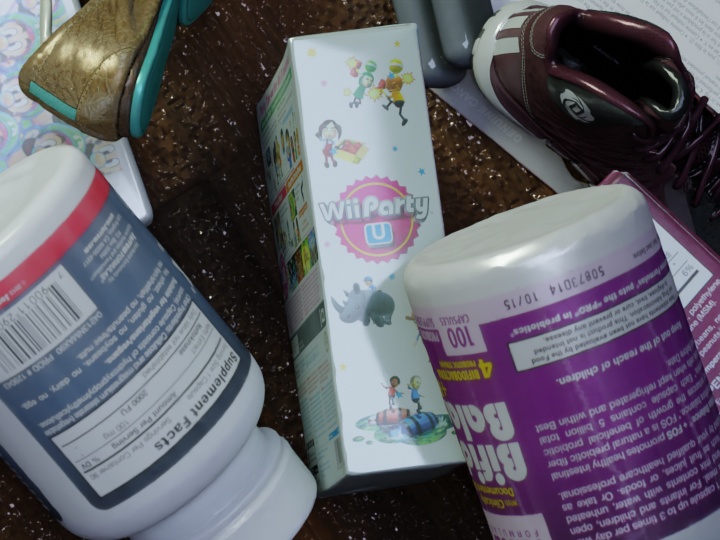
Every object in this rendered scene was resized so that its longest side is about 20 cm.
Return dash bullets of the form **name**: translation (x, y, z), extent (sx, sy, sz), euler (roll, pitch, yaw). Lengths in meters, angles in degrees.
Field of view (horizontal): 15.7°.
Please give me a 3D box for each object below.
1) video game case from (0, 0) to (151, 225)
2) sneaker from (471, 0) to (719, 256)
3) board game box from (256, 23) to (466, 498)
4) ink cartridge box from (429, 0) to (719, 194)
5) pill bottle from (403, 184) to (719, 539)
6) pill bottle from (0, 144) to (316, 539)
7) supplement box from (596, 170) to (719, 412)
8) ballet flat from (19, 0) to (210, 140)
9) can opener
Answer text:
- **video game case**: translation (-0.218, -0.089, 1.258), extent (0.182, 0.024, 0.200), euler (-19, 84, -12)
- **sneaker**: translation (0.148, -0.058, 1.233), extent (0.200, 0.115, 0.076), euler (33, 81, -13)
- **board game box**: translation (0.000, 0.000, 1.225), extent (0.064, 0.148, 0.200), euler (-8, 83, -9)
- **ink cartridge box**: translation (0.157, -0.108, 1.322), extent (0.200, 0.045, 0.176), euler (39, 102, -1)
- **pill bottle**: translation (0.100, 0.073, 1.122), extent (0.112, 0.112, 0.200), euler (-22, 98, -12)
- **pill bottle**: translation (-0.115, 0.053, 1.198), extent (0.120, 0.120, 0.200), euler (-43, 109, -13)
- **supplement box**: translation (0.151, 0.063, 1.249), extent (0.200, 0.131, 0.103), euler (43, 79, 0)
- **ballet flat**: translation (-0.109, -0.133, 1.226), extent (0.072, 0.068, 0.200), euler (16, 43, 5)
- **can opener**: translation (0.017, -0.189, 1.298), extent (0.066, 0.053, 0.200), euler (-8, 78, -41)
